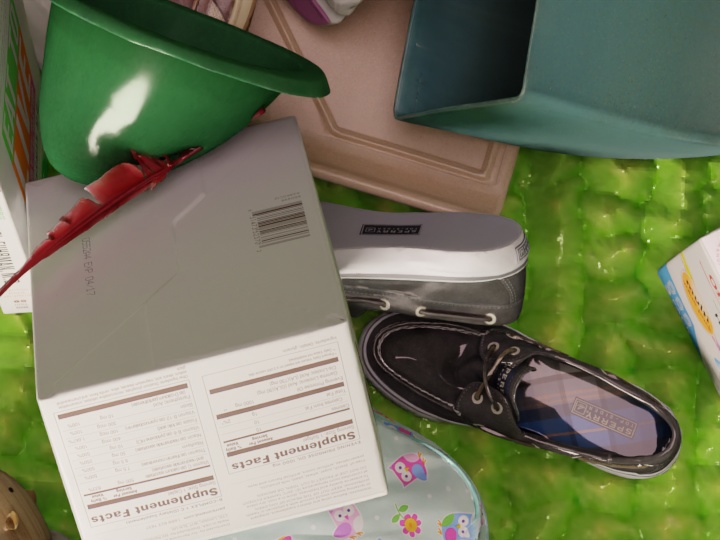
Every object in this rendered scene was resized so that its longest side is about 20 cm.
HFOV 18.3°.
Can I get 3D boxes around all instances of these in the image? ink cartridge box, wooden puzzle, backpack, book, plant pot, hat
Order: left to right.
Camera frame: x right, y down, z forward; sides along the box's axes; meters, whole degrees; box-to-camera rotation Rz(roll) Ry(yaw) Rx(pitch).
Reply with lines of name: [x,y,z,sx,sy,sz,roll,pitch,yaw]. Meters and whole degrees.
book: [-0.202,-0.078,1.220,0.048,0.200,0.135,-4,65,-1]
hat: [-0.132,-0.050,1.169,0.199,0.165,0.177,11,105,-41]
backpack: [-0.028,0.139,1.252,0.199,0.127,0.168,27,80,-1]
wooden puzzle: [0.019,-0.141,1.333,0.183,0.037,0.202,17,79,1]
plant pot: [0.147,-0.133,1.265,0.199,0.141,0.143,15,82,-28]
ink cartridge box: [0.230,0.025,1.232,0.067,0.200,0.116,-27,84,-4]

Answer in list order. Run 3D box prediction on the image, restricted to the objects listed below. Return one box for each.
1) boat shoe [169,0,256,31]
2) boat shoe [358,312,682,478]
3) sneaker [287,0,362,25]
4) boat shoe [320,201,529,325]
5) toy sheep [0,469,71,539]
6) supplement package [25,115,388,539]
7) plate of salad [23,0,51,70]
boat shoe: [-0.104,-0.147,1.275,0.071,0.072,0.202,13,91,-17]
boat shoe: [0.093,0.070,1.291,0.199,0.066,0.070,24,83,3]
sneaker: [0.017,-0.206,1.240,0.088,0.200,0.081,-44,102,-25]
boat shoe: [0.000,0.000,1.292,0.198,0.069,0.057,3,119,16]
toy sheep: [-0.215,0.207,1.242,0.136,0.138,0.202,5,98,0]
supplement package: [-0.082,0.032,1.150,0.154,0.201,0.112,-13,125,-1]
plate of salad: [-0.147,-0.210,1.305,0.198,0.048,0.202,-7,106,-26]
